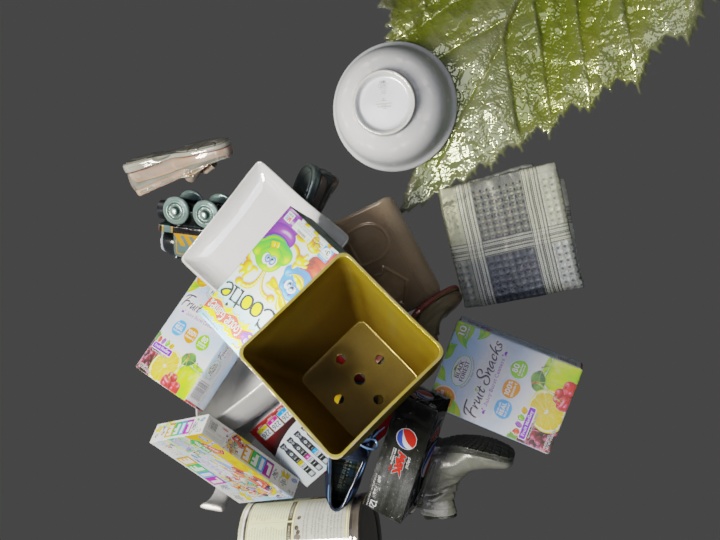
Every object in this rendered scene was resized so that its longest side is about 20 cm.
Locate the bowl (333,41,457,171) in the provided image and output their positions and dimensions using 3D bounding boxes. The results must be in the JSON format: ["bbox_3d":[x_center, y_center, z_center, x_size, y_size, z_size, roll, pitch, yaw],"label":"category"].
[{"bbox_3d":[0.044,-0.252,1.354,0.199,0.090,0.203,1,96,12],"label":"bowl"}]

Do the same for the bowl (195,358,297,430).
[{"bbox_3d":[-0.168,0.151,1.406,0.200,0.200,0.075,-39,124,20],"label":"bowl"}]

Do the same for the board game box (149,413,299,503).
[{"bbox_3d":[-0.209,0.296,1.378,0.134,0.034,0.200,-18,131,41],"label":"board game box"}]

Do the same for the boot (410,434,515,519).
[{"bbox_3d":[0.147,0.329,1.406,0.199,0.068,0.132,1,99,21],"label":"boot"}]

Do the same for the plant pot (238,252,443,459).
[{"bbox_3d":[-0.015,0.133,1.231,0.200,0.177,0.200,-43,71,-7],"label":"plant pot"}]

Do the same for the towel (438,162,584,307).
[{"bbox_3d":[0.230,-0.054,1.365,0.191,0.035,0.202,-12,95,17],"label":"towel"}]

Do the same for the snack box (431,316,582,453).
[{"bbox_3d":[0.222,0.175,1.366,0.199,0.053,0.143,22,99,11],"label":"snack box"}]

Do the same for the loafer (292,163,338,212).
[{"bbox_3d":[-0.092,-0.068,1.418,0.072,0.063,0.201,39,110,52],"label":"loafer"}]

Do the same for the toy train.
[{"bbox_3d":[-0.239,-0.065,1.446,0.198,0.085,0.115,7,106,13],"label":"toy train"}]

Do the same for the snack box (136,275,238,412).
[{"bbox_3d":[-0.248,0.104,1.409,0.142,0.053,0.201,23,74,40],"label":"snack box"}]

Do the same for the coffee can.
[{"bbox_3d":[-0.078,0.437,1.422,0.198,0.146,0.148,-7,94,14],"label":"coffee can"}]

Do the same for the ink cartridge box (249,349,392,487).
[{"bbox_3d":[-0.041,0.236,1.407,0.176,0.084,0.200,44,105,-9],"label":"ink cartridge box"}]

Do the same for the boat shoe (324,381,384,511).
[{"bbox_3d":[-0.008,0.270,1.335,0.083,0.069,0.202,6,106,1],"label":"boat shoe"}]

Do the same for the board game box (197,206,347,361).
[{"bbox_3d":[-0.115,0.025,1.267,0.105,0.103,0.200,43,95,17],"label":"board game box"}]

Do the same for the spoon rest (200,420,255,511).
[{"bbox_3d":[-0.227,0.299,1.497,0.099,0.061,0.202,9,84,11],"label":"spoon rest"}]

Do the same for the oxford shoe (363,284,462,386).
[{"bbox_3d":[0.096,0.107,1.360,0.075,0.071,0.200,41,77,20],"label":"oxford shoe"}]

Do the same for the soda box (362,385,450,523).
[{"bbox_3d":[0.071,0.279,1.360,0.070,0.063,0.201,23,109,20],"label":"soda box"}]

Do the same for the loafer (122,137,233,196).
[{"bbox_3d":[-0.293,-0.170,1.459,0.199,0.072,0.063,-9,110,20],"label":"loafer"}]

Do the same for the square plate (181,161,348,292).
[{"bbox_3d":[-0.145,-0.031,1.352,0.198,0.028,0.200,41,94,18],"label":"square plate"}]

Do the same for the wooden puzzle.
[{"bbox_3d":[0.000,0.000,1.392,0.199,0.046,0.186,-26,111,10],"label":"wooden puzzle"}]
